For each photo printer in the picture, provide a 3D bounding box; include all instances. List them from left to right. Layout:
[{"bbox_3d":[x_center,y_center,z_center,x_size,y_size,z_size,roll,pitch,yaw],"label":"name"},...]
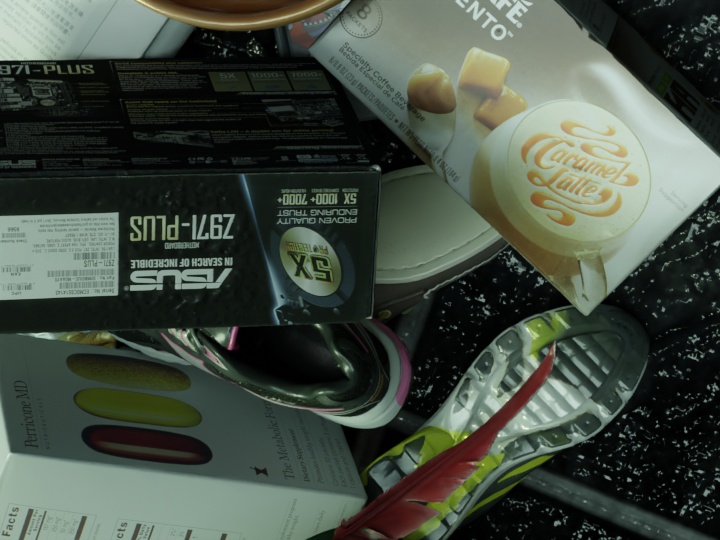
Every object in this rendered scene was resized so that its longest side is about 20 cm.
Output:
[{"bbox_3d":[-0.164,-0.171,1.265,0.166,0.069,0.200,39,114,5],"label":"photo printer"}]

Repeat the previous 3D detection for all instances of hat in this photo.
[{"bbox_3d":[-0.010,0.142,1.225,0.200,0.176,0.166,7,148,-7],"label":"hat"}]

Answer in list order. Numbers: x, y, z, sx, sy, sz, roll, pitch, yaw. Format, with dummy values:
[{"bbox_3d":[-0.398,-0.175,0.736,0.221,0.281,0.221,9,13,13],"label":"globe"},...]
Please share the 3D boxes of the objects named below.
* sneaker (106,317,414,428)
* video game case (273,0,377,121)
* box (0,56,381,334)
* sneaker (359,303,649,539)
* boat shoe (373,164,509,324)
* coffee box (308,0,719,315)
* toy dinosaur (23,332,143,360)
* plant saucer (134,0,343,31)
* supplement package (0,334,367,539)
[{"bbox_3d":[-0.070,0.020,1.216,0.200,0.086,0.081,18,89,15],"label":"sneaker"},{"bbox_3d":[0.032,-0.183,1.232,0.180,0.026,0.200,-6,106,18],"label":"video game case"},{"bbox_3d":[-0.102,-0.043,1.179,0.200,0.164,0.086,-2,116,-12],"label":"box"},{"bbox_3d":[0.074,0.087,1.290,0.200,0.085,0.075,-36,84,2],"label":"sneaker"},{"bbox_3d":[0.000,0.000,1.284,0.200,0.072,0.060,-21,143,11],"label":"boat shoe"},{"bbox_3d":[0.088,-0.091,1.189,0.200,0.080,0.114,44,113,-2],"label":"coffee box"},{"bbox_3d":[-0.178,0.037,1.358,0.181,0.200,0.105,18,153,32],"label":"toy dinosaur"},{"bbox_3d":[-0.056,-0.216,1.163,0.200,0.037,0.201,-2,80,10],"label":"plant saucer"},{"bbox_3d":[-0.116,0.120,1.261,0.200,0.114,0.110,9,121,-23],"label":"supplement package"}]
